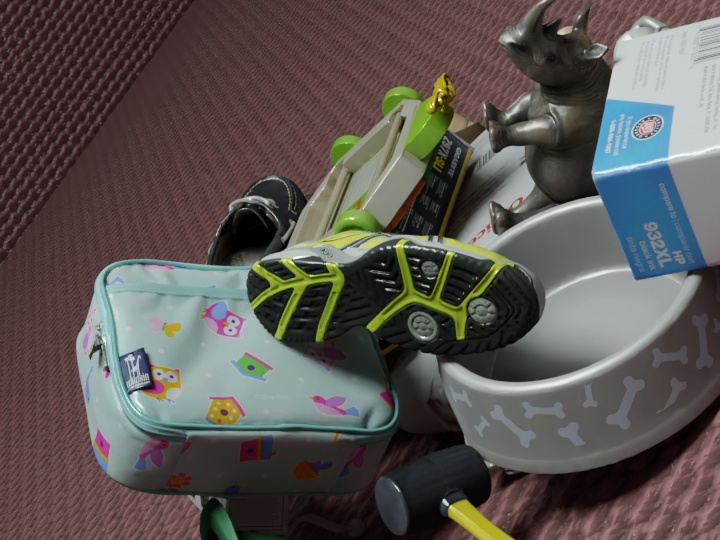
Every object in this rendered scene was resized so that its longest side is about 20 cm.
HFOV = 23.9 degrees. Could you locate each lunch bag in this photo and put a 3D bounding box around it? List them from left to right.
[{"bbox_3d":[-0.083,0.064,1.095,0.161,0.199,0.077,-107,32,-40],"label":"lunch bag"}]

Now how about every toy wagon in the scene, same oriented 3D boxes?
[{"bbox_3d":[0.011,-0.067,1.227,0.200,0.039,0.156,-39,22,41],"label":"toy wagon"}]

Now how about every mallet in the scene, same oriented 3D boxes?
[{"bbox_3d":[0.075,0.159,0.944,0.066,0.041,0.200,-14,28,-20],"label":"mallet"}]

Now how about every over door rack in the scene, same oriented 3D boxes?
[{"bbox_3d":[-0.057,0.175,1.270,0.147,0.067,0.201,-30,25,40],"label":"over door rack"}]

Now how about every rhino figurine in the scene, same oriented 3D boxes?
[{"bbox_3d":[0.122,-0.095,1.078,0.087,0.201,0.060,-8,45,0],"label":"rhino figurine"}]

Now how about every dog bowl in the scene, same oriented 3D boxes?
[{"bbox_3d":[0.134,0.030,1.032,0.199,0.059,0.201,-22,33,15],"label":"dog bowl"}]

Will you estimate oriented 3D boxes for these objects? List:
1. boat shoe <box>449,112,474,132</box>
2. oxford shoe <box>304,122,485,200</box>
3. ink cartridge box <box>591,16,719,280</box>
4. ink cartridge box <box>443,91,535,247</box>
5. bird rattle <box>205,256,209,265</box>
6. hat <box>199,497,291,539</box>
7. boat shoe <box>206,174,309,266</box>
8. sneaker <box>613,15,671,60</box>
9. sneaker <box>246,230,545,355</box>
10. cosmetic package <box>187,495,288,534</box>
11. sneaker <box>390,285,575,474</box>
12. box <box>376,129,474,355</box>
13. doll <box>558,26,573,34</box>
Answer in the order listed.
[{"bbox_3d":[0.039,-0.081,1.580,0.200,0.069,0.074,-37,21,31],"label":"boat shoe"},{"bbox_3d":[0.022,-0.080,1.469,0.199,0.085,0.073,-15,-6,7],"label":"oxford shoe"},{"bbox_3d":[0.246,-0.085,0.973,0.199,0.084,0.145,-12,34,25],"label":"ink cartridge box"},{"bbox_3d":[0.107,-0.026,1.278,0.146,0.084,0.200,-43,19,22],"label":"ink cartridge box"},{"bbox_3d":[-0.087,0.090,1.397,0.113,0.162,0.201,-123,43,-57],"label":"bird rattle"},{"bbox_3d":[0.008,0.210,1.080,0.175,0.167,0.200,-15,31,-14],"label":"hat"},{"bbox_3d":[-0.082,-0.022,1.323,0.073,0.061,0.200,-10,35,19],"label":"boat shoe"},{"bbox_3d":[0.216,-0.121,1.198,0.078,0.099,0.200,-43,18,16],"label":"sneaker"},{"bbox_3d":[0.026,0.002,1.039,0.199,0.076,0.076,6,27,33],"label":"sneaker"},{"bbox_3d":[-0.101,0.125,1.227,0.200,0.050,0.083,-162,76,-70],"label":"cosmetic package"},{"bbox_3d":[0.074,0.088,1.137,0.200,0.074,0.116,-30,22,42],"label":"sneaker"},{"bbox_3d":[0.000,0.000,1.280,0.160,0.049,0.201,-37,23,44],"label":"box"},{"bbox_3d":[0.174,-0.086,1.177,0.048,0.137,0.201,-23,47,-1],"label":"doll"}]
